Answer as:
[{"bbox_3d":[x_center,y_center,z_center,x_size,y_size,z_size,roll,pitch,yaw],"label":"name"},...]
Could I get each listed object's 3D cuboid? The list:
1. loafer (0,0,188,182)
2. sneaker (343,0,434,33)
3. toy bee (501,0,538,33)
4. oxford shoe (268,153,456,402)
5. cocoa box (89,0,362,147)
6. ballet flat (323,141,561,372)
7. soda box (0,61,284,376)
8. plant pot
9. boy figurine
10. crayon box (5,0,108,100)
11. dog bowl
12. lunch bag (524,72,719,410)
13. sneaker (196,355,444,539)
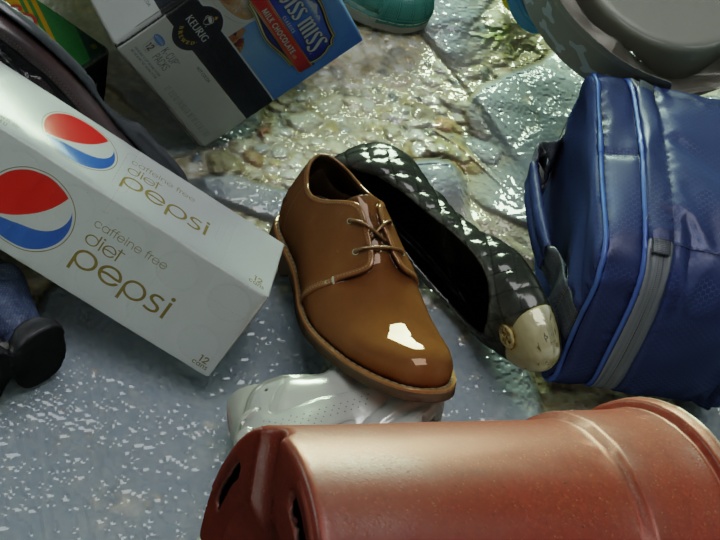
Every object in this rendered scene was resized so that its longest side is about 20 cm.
[{"bbox_3d":[-0.185,-0.086,0.831,0.200,0.072,0.063,42,60,-26],"label":"loafer"},{"bbox_3d":[-0.019,-0.256,1.038,0.200,0.080,0.071,40,50,-1],"label":"sneaker"},{"bbox_3d":[0.141,-0.233,1.030,0.131,0.200,0.109,-10,72,27],"label":"toy bee"},{"bbox_3d":[0.000,0.000,0.817,0.071,0.071,0.200,1,34,-30],"label":"oxford shoe"},{"bbox_3d":[-0.112,-0.211,0.928,0.131,0.133,0.200,-33,59,3],"label":"cocoa box"},{"bbox_3d":[0.048,-0.006,0.877,0.057,0.067,0.200,-17,49,-36],"label":"ballet flat"},{"bbox_3d":[-0.145,-0.030,0.795,0.200,0.068,0.064,33,28,-12],"label":"soda box"},{"bbox_3d":[0.039,0.148,0.633,0.195,0.201,0.201,7,49,-24],"label":"plant pot"},{"bbox_3d":[-0.239,-0.016,0.808,0.124,0.065,0.200,-24,65,-29],"label":"boy figurine"},{"bbox_3d":[-0.276,-0.146,0.913,0.200,0.051,0.127,34,51,14],"label":"crayon box"},{"bbox_3d":[0.193,-0.201,0.949,0.199,0.059,0.201,6,72,-17],"label":"dog bowl"},{"bbox_3d":[0.169,-0.027,0.880,0.132,0.136,0.200,10,46,-8],"label":"lunch bag"},{"bbox_3d":[-0.044,0.109,0.760,0.099,0.078,0.200,31,41,20],"label":"sneaker"}]
